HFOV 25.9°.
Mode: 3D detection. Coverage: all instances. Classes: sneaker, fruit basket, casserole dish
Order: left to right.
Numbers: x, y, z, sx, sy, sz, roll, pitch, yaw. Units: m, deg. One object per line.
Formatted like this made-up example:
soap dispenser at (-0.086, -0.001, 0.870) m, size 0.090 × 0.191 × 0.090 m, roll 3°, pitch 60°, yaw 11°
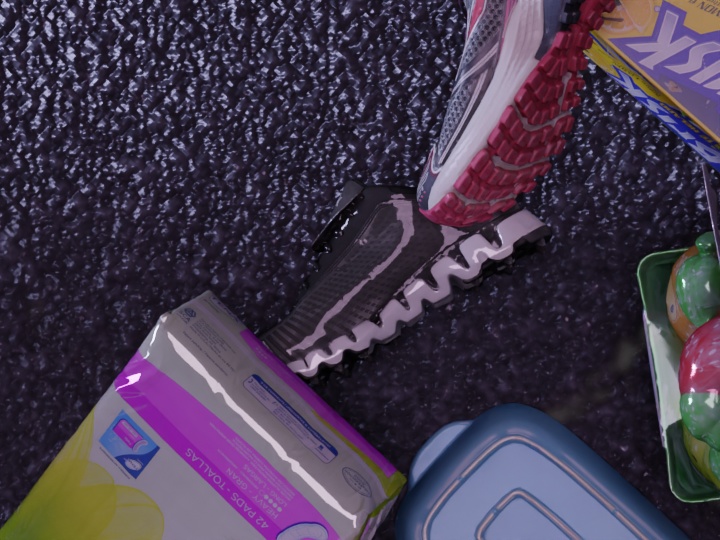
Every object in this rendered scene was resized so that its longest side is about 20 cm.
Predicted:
sneaker at (0.000, 0.000, 0.865) m, size 0.200 × 0.066 × 0.091 m, roll -32°, pitch 80°, yaw -1°
sneaker at (0.078, -0.117, 0.812) m, size 0.075 × 0.081 × 0.200 m, roll 27°, pitch 98°, yaw 29°
casserole dish at (0.109, 0.163, 0.856) m, size 0.200 × 0.039 × 0.121 m, roll 43°, pitch 91°, yaw 5°
fruit basket at (0.180, 0.048, 0.779) m, size 0.094 × 0.200 × 0.186 m, roll -10°, pitch 86°, yaw 18°

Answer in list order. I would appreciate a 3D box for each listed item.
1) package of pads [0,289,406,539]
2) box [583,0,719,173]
package of pads at (-0.088, 0.134, 0.827) m, size 0.154 × 0.068 × 0.200 m, roll 43°, pitch 116°, yaw 7°
box at (0.172, -0.127, 0.858) m, size 0.200 × 0.064 × 0.070 m, roll 43°, pitch 91°, yaw 7°
